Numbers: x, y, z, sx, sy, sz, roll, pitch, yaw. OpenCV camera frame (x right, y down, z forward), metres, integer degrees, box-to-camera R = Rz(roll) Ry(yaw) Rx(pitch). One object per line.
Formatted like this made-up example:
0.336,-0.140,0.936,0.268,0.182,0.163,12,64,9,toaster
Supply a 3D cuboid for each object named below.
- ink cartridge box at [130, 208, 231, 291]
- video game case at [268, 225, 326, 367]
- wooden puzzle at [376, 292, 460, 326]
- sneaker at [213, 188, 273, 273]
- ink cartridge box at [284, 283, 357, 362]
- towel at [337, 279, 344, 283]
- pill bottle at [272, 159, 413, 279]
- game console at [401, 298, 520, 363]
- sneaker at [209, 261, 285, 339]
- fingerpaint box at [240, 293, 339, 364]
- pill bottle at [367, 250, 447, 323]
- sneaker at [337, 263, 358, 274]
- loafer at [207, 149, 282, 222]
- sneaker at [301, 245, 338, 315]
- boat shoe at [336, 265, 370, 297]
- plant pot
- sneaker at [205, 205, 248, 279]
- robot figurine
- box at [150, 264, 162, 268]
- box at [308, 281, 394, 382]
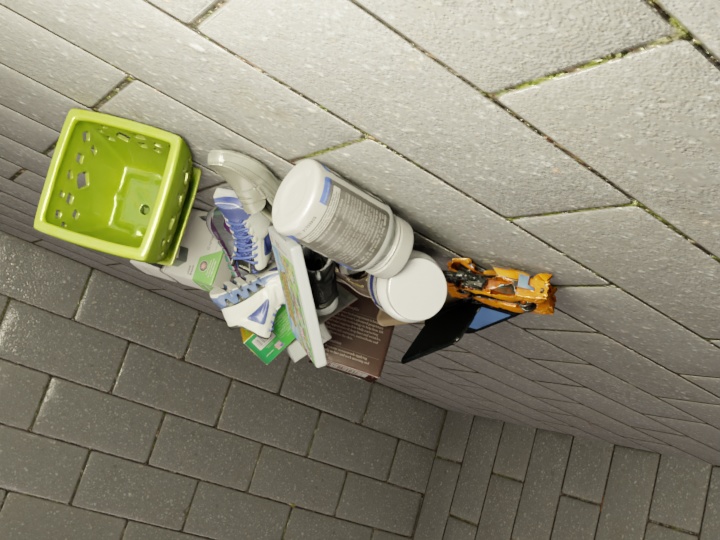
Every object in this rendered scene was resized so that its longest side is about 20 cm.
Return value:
-0.359,-0.050,1.616,0.196,0.148,0.084,14,167,16,ink cartridge box
-0.107,0.038,1.288,0.022,0.204,0.182,-16,-162,-13,video game case
0.125,0.065,1.555,0.181,0.038,0.200,-8,164,-4,wooden puzzle
-0.194,-0.060,1.372,0.079,0.118,0.199,10,167,20,sneaker
-0.102,0.096,1.618,0.044,0.172,0.200,62,168,-22,ink cartridge box
0.018,0.018,1.630,0.196,0.035,0.133,21,166,-5,towel
-0.022,-0.068,1.136,0.198,0.116,0.113,27,164,-33,pill bottle
0.199,0.122,1.489,0.173,0.119,0.199,16,156,-26,game console
-0.171,0.058,1.432,0.196,0.117,0.080,-20,-160,-16,sneaker
-0.148,0.067,1.551,0.073,0.200,0.167,46,-178,-23,fingerpaint box
0.077,0.025,1.275,0.114,0.118,0.200,19,-179,-7,pill bottle
0.002,-0.035,1.347,0.078,0.076,0.200,11,167,5,sneaker
-0.162,-0.123,1.204,0.069,0.071,0.199,8,164,42,loafer
-0.076,-0.030,1.336,0.074,0.203,0.115,-7,138,-5,sneaker
0.000,0.000,1.498,0.198,0.073,0.059,28,168,-16,boat shoe
-0.373,-0.119,1.251,0.195,0.204,0.182,15,173,8,plant pot
-0.220,-0.039,1.500,0.087,0.075,0.202,-8,123,47,sneaker
0.228,0.027,1.311,0.196,0.059,0.145,12,166,24,robot figurine
-0.382,-0.094,1.476,0.078,0.144,0.200,20,167,-14,box
-0.012,0.131,1.759,0.163,0.204,0.164,18,168,-1,box
